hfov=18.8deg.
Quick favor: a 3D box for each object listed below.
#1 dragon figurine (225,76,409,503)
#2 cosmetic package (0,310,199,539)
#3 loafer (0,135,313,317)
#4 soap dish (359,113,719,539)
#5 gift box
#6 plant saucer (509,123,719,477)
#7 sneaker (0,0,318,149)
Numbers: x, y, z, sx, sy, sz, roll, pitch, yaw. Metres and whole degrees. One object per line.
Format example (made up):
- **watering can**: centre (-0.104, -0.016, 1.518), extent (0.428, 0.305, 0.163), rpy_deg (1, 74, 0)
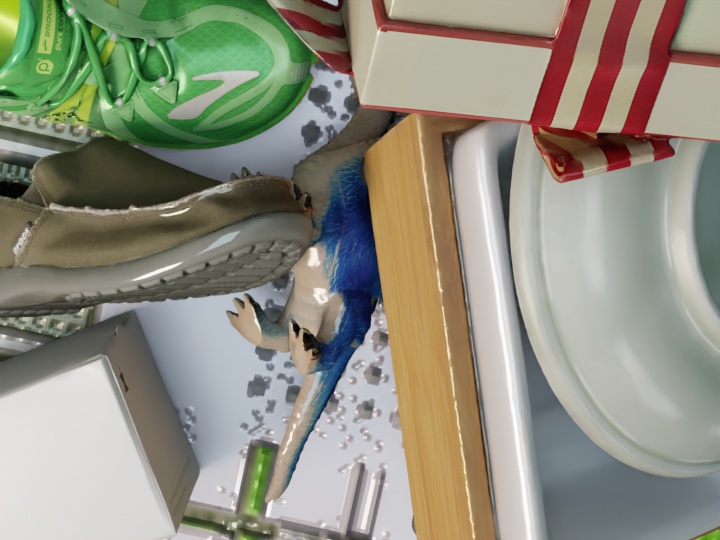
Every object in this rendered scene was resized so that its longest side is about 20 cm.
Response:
- **dragon figurine**: centre (0.000, 0.000, 0.908), extent (0.099, 0.059, 0.201), rpy_deg (-11, 106, -37)
- **cosmetic package**: centre (-0.176, 0.096, 0.915), extent (0.199, 0.108, 0.085), rpy_deg (-20, 97, 6)
- **loafer**: centre (-0.105, -0.021, 0.878), extent (0.199, 0.075, 0.070), rpy_deg (-7, 85, 37)
- **soap dish**: centre (0.081, 0.023, 0.880), extent (0.157, 0.081, 0.201), rpy_deg (-15, 101, -40)
- **gift box**: centre (0.065, -0.154, 0.735), extent (0.199, 0.185, 0.188), rpy_deg (7, 128, -8)
- **plant saucer**: centre (0.143, -0.019, 0.847), extent (0.199, 0.050, 0.202), rpy_deg (1, 89, -41)
- **sneaker**: centre (-0.117, -0.089, 0.897), extent (0.198, 0.084, 0.075), rpy_deg (6, 98, 0)
